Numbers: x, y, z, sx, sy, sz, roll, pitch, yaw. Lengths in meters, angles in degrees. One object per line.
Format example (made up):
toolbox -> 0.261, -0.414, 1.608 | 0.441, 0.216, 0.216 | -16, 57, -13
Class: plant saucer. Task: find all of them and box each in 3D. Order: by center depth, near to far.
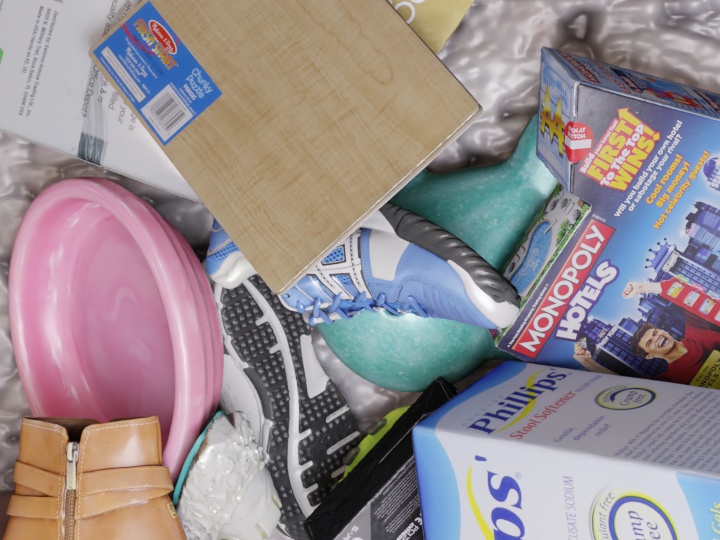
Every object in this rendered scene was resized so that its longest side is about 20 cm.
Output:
plant saucer -> -0.147, 0.040, 1.210 | 0.200, 0.051, 0.202 | 18, 113, 48

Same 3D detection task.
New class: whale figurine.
whale figurine -> 0.058, -0.011, 1.171 | 0.200, 0.104, 0.159 | -35, 91, 16

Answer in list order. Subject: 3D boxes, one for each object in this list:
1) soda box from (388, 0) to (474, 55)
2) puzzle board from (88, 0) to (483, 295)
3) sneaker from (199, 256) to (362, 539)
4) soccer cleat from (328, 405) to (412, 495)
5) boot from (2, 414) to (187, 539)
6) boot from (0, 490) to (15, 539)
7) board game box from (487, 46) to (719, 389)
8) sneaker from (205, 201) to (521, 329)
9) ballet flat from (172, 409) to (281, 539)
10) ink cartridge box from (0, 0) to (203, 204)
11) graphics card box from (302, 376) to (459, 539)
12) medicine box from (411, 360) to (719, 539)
soda box -> 0.019, -0.146, 1.154 | 0.068, 0.064, 0.200 | 34, 91, -2
puzzle board -> -0.045, -0.105, 1.100 | 0.151, 0.017, 0.200 | -42, 65, 5
sneaker -> -0.057, 0.075, 1.238 | 0.073, 0.080, 0.201 | -24, 110, -27
soccer cleat -> 0.022, 0.178, 1.235 | 0.065, 0.083, 0.201 | 29, 111, 49
boot -> -0.194, 0.164, 1.164 | 0.199, 0.074, 0.156 | -6, 91, 12
boot -> -0.249, 0.175, 1.244 | 0.199, 0.146, 0.071 | -18, 78, 15
board game box -> 0.159, -0.031, 1.120 | 0.199, 0.062, 0.200 | 27, 105, -25
sneaker -> 0.000, 0.000, 1.101 | 0.199, 0.076, 0.077 | 21, 80, 31
ballet flat -> -0.081, 0.149, 1.207 | 0.071, 0.200, 0.072 | 6, 60, -10
ink cartridge box -> -0.147, -0.140, 1.203 | 0.199, 0.083, 0.147 | 21, 102, 8
graphics card box -> 0.078, 0.173, 1.179 | 0.200, 0.051, 0.126 | 41, 95, -24
medicine box -> 0.142, 0.160, 1.052 | 0.199, 0.103, 0.183 | 6, 112, 36
